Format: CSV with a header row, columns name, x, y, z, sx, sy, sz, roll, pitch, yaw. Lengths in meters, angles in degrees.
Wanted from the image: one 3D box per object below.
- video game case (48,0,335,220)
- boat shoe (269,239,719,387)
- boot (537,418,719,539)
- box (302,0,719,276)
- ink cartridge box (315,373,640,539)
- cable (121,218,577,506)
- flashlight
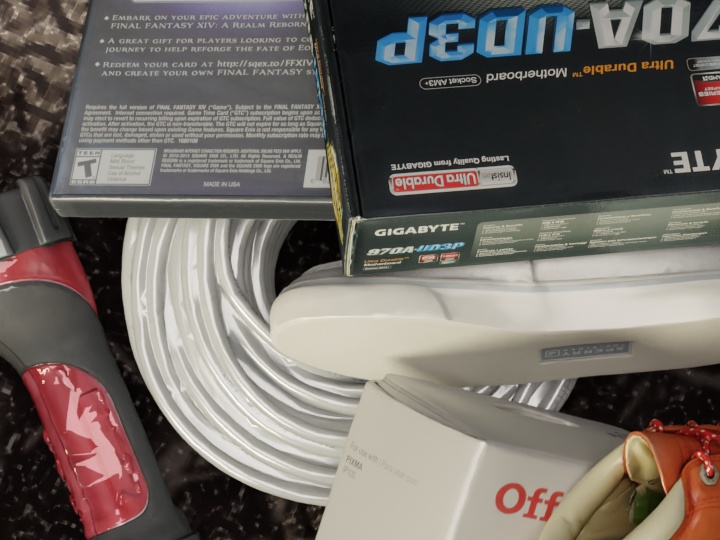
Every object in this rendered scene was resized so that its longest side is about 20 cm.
name,x,y,z,sx,sy,sz,roll,pitch,yaw
video game case,-0.042,-0.112,0.894,0.143,0.019,0.200,1,62,12
boat shoe,0.064,0.000,0.850,0.199,0.072,0.069,-5,65,4
boot,0.149,0.082,0.797,0.200,0.075,0.107,-41,117,-16
box,0.081,-0.085,0.836,0.199,0.046,0.159,-4,63,-7
ink cartridge box,0.048,0.156,0.846,0.146,0.083,0.200,15,96,-34
cable,0.000,0.000,0.913,0.200,0.069,0.200,-16,87,-3
flashlight,-0.121,0.063,0.901,0.068,0.068,0.200,-21,85,-5
